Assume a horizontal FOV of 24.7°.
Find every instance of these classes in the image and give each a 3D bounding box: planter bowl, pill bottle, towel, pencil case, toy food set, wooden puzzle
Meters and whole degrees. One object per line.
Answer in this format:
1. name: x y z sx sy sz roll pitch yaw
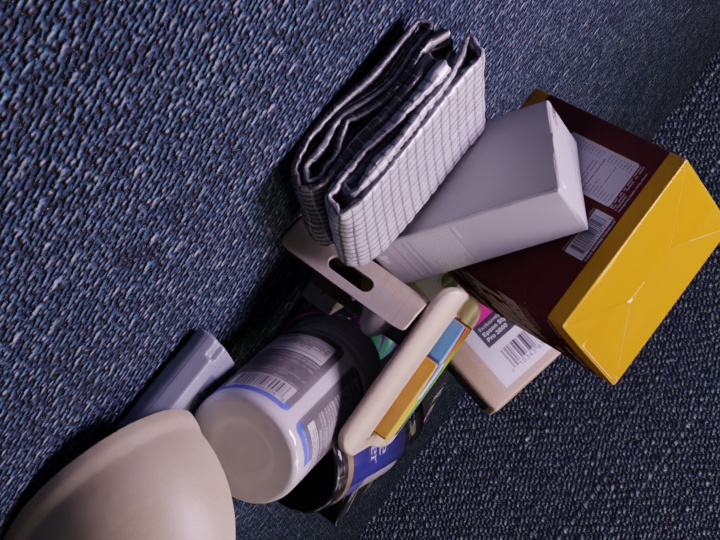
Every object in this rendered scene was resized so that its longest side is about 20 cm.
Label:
1. planter bowl: -0.184 0.234 1.403 0.200 0.135 0.200 -37 163 -13
2. pill bottle: -0.064 0.123 1.544 0.200 0.114 0.114 -41 164 -55
3. pill bottle: -0.016 0.177 1.761 0.200 0.112 0.112 -22 148 -56
4. towel: 0.023 -0.114 1.438 0.200 0.085 0.166 -51 165 -11
5. pencil case: -0.019 0.074 1.817 0.092 0.085 0.200 -40 173 17
6. toy food set: -0.002 0.026 1.588 0.060 0.143 0.200 -54 169 -6
7. wooden puzzle: 0.056 0.102 1.590 0.185 0.037 0.200 -54 169 2

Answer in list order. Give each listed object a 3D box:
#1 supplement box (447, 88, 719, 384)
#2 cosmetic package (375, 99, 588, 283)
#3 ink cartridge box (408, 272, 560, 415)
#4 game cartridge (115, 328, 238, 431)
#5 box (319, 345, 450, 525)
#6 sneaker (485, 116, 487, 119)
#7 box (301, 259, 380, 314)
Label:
1. supplement box: 0.208 -0.035 1.605 0.197 0.200 0.133 -53 139 -5
2. cosmetic package: 0.106 -0.072 1.546 0.090 0.199 0.107 49 34 -52
3. ink cartridge box: 0.159 0.029 1.758 0.200 0.165 0.075 -42 175 -6
4. game cartridge: -0.167 0.131 1.524 0.134 0.040 0.200 -55 169 -11
5. box: -0.015 0.167 1.947 0.200 0.148 0.124 -44 166 -36
6. sneaker: 0.087 -0.105 1.754 0.115 0.075 0.200 -42 174 -7
7. box: 0.000 0.000 1.788 0.042 0.039 0.200 -58 168 25
